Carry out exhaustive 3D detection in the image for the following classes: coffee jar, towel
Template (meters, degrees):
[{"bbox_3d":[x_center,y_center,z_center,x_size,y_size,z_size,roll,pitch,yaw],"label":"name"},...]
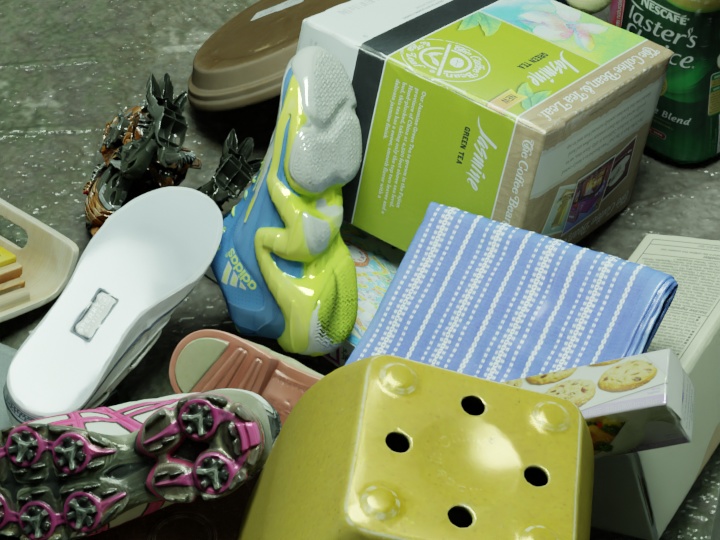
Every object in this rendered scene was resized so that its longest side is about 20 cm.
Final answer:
[{"bbox_3d":[0.239,-0.183,1.339,0.085,0.201,0.104,-33,52,-29],"label":"coffee jar"},{"bbox_3d":[0.084,0.041,1.118,0.199,0.024,0.145,19,76,41],"label":"towel"}]

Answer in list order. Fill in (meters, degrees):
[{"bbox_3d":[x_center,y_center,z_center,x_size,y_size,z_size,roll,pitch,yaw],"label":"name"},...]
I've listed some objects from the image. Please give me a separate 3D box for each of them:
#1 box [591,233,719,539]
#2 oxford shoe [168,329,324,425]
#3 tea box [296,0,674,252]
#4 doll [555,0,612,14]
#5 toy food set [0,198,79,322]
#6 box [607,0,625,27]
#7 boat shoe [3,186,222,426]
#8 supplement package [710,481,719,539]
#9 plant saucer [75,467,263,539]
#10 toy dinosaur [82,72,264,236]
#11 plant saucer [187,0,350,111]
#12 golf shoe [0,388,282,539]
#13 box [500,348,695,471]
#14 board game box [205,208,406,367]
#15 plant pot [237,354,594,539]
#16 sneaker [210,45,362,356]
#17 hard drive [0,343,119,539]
[{"bbox_3d":[0.184,0.069,1.154,0.095,0.078,0.200,10,43,37],"label":"box"},{"bbox_3d":[-0.024,0.096,1.152,0.199,0.074,0.071,34,94,9],"label":"oxford shoe"},{"bbox_3d":[0.080,-0.106,1.277,0.196,0.134,0.200,28,34,22],"label":"tea box"},{"bbox_3d":[0.155,-0.213,1.401,0.048,0.137,0.200,27,2,-12],"label":"doll"},{"bbox_3d":[-0.309,-0.011,1.234,0.143,0.061,0.199,27,33,32],"label":"toy food set"},{"bbox_3d":[0.258,-0.266,1.424,0.094,0.201,0.103,19,48,19],"label":"box"},{"bbox_3d":[-0.162,0.027,1.171,0.073,0.065,0.200,38,59,5],"label":"boat shoe"},{"bbox_3d":[0.332,0.149,1.036,0.191,0.148,0.200,33,54,30],"label":"supplement package"},{"bbox_3d":[-0.106,0.171,1.100,0.199,0.037,0.201,-1,43,1],"label":"plant saucer"},{"bbox_3d":[-0.148,-0.054,1.293,0.102,0.135,0.201,20,43,-47],"label":"toy dinosaur"},{"bbox_3d":[-0.049,-0.185,1.402,0.199,0.030,0.200,-24,23,11],"label":"plant saucer"},{"bbox_3d":[-0.142,0.116,1.091,0.199,0.073,0.092,-10,0,13],"label":"golf shoe"},{"bbox_3d":[0.091,0.088,1.039,0.199,0.039,0.042,-13,43,29],"label":"box"},{"bbox_3d":[0.000,0.000,1.274,0.200,0.034,0.134,34,54,30],"label":"board game box"},{"bbox_3d":[0.034,0.159,0.966,0.194,0.201,0.195,15,45,-4],"label":"plant pot"},{"bbox_3d":[-0.058,-0.045,1.199,0.105,0.201,0.076,-1,-3,33],"label":"sneaker"},{"bbox_3d":[-0.274,0.099,1.179,0.199,0.033,0.140,20,48,19],"label":"hard drive"}]
